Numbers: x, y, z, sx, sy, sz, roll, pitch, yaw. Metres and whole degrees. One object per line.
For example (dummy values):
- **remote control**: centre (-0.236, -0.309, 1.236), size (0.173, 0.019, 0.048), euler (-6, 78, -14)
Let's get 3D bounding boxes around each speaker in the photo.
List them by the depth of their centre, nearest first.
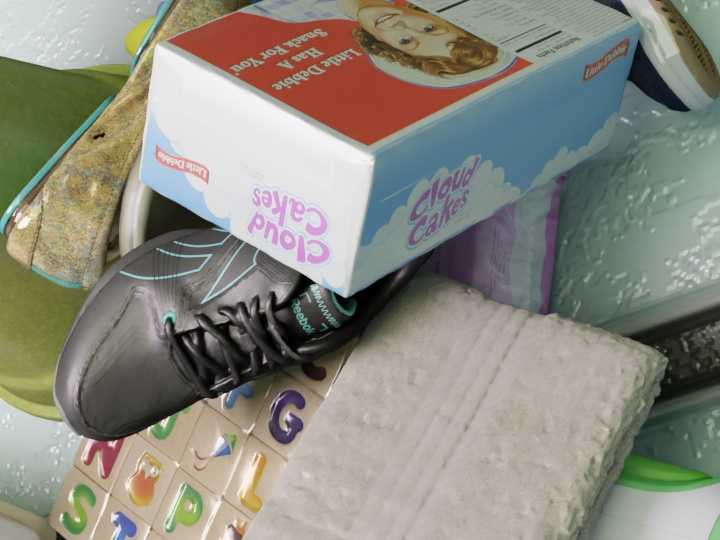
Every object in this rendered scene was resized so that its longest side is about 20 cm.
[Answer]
- **speaker**: centre (0.087, 0.114, 0.887), size (0.199, 0.088, 0.089), euler (12, 84, 33)

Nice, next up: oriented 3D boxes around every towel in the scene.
- **towel**: centre (0.033, 0.096, 0.837), size (0.132, 0.035, 0.201), euler (18, 61, 25)

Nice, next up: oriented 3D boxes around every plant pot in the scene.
- **plant pot**: centre (-0.197, -0.035, 1.043), size (0.199, 0.184, 0.202), euler (-8, 74, 30)

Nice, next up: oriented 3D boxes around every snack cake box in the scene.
- **snack cake box**: centre (0.016, -0.073, 0.850), size (0.115, 0.199, 0.068), euler (30, 127, 27)

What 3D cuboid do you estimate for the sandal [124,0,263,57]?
- **sandal**: centre (-0.034, -0.117, 1.030), size (0.199, 0.079, 0.088), euler (25, 88, 32)

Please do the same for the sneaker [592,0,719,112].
- **sneaker**: centre (0.083, -0.121, 0.960), size (0.108, 0.070, 0.201), euler (-40, 54, 11)

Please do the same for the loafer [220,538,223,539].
- **loafer**: centre (-0.031, 0.176, 0.963), size (0.071, 0.063, 0.202), euler (-4, 70, -5)

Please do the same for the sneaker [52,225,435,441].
- **sneaker**: centre (-0.049, 0.011, 0.879), size (0.199, 0.076, 0.079), euler (-36, 27, 1)

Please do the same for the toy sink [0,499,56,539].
- **toy sink**: centre (-0.239, 0.150, 0.996), size (0.199, 0.130, 0.113), euler (10, 75, 45)

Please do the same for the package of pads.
- **package of pads**: centre (0.000, 0.000, 0.978), size (0.198, 0.075, 0.122), euler (1, 79, 32)

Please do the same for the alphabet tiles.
- **alphabet tiles**: centre (-0.075, 0.100, 0.951), size (0.166, 0.006, 0.201), euler (31, 100, 39)

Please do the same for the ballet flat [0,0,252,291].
- **ballet flat**: centre (-0.093, -0.075, 0.968), size (0.070, 0.071, 0.201), euler (23, 71, 33)

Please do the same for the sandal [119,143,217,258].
- **sandal**: centre (-0.042, -0.065, 0.926), size (0.057, 0.080, 0.202), euler (36, 90, 30)
